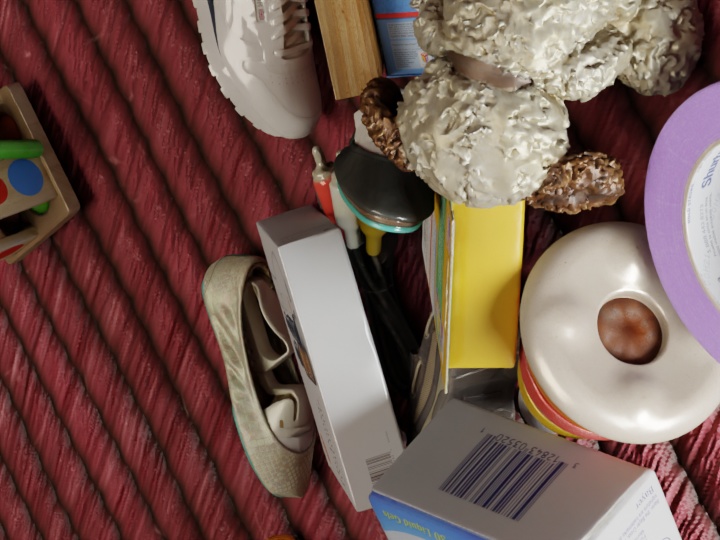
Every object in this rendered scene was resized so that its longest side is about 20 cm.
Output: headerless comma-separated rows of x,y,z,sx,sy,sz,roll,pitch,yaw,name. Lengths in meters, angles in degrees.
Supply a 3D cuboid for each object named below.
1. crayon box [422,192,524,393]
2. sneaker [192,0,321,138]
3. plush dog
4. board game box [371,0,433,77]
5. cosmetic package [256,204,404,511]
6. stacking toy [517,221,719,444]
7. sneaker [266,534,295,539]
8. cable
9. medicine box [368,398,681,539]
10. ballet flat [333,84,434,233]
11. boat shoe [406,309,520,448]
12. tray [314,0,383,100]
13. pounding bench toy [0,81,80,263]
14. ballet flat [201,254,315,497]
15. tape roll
0.073,-0.023,1.587,0.200,0.051,0.127,-95,5,-62,crayon box
-0.070,-0.193,1.746,0.080,0.076,0.201,-19,95,41,sneaker
0.091,-0.121,1.466,0.199,0.160,0.173,18,92,17,plush dog
0.058,-0.231,1.604,0.151,0.036,0.201,3,111,48,board game box
-0.019,0.060,1.767,0.151,0.051,0.201,-128,22,-80,cosmetic package
0.147,0.067,1.598,0.147,0.146,0.200,58,155,10,stacking toy
-0.019,0.265,1.909,0.199,0.078,0.078,12,108,44,sneaker
0.000,0.000,1.774,0.097,0.050,0.201,18,121,49,cable
0.128,0.209,1.640,0.182,0.103,0.201,17,143,44,medicine box
0.017,-0.083,1.596,0.200,0.068,0.069,-100,23,-73,ballet flat
0.072,0.080,1.729,0.201,0.074,0.074,108,151,-45,boat shoe
-0.020,-0.226,1.653,0.099,0.037,0.201,-86,-17,-76,tray
-0.315,-0.079,2.009,0.200,0.155,0.125,-33,82,51,pounding bench toy
-0.071,0.084,1.886,0.062,0.067,0.201,-15,97,41,ballet flat
0.266,-0.026,1.447,0.199,0.065,0.201,23,124,39,tape roll
